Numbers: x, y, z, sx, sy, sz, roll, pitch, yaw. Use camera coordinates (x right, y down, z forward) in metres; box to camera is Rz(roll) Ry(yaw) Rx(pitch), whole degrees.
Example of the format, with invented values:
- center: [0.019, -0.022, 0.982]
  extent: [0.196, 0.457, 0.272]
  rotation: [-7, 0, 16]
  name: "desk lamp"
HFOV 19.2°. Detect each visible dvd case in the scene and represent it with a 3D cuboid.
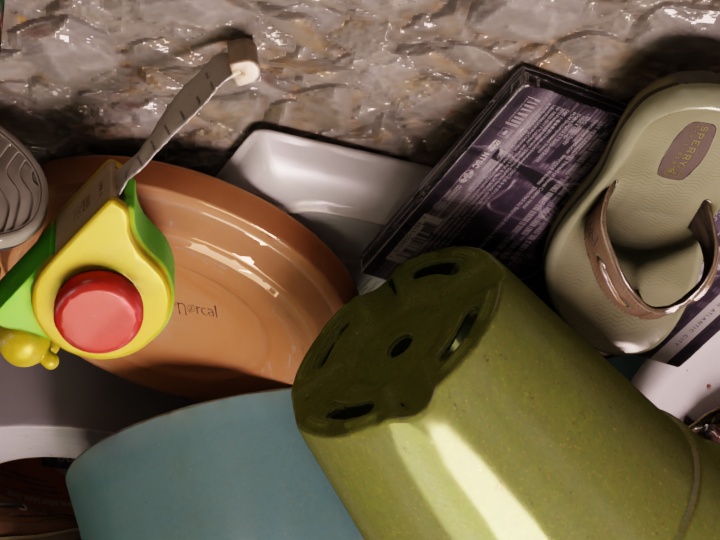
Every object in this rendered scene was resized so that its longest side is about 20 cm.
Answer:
- center: [0.121, -0.021, 1.040]
  extent: [0.199, 0.016, 0.149]
  rotation: [17, 136, -26]
  name: "dvd case"

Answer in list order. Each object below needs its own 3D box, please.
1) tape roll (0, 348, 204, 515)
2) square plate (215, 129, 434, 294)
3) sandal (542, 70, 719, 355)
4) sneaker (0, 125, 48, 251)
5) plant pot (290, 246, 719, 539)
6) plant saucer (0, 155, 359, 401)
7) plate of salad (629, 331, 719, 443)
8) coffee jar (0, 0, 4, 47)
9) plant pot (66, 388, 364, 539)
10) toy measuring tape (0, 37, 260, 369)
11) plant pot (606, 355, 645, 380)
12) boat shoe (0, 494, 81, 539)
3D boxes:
- center: [-0.178, 0.102, 1.293]
  extent: [0.198, 0.067, 0.201]
  rotation: [1, 153, 1]
  name: "tape roll"
- center: [0.000, 0.000, 1.114]
  extent: [0.197, 0.029, 0.200]
  rotation: [12, 152, -21]
  name: "square plate"
- center: [0.134, -0.015, 0.986]
  extent: [0.079, 0.058, 0.201]
  rotation: [1, 147, -7]
  name: "sandal"
- center: [-0.244, -0.039, 1.016]
  extent: [0.198, 0.075, 0.106]
  rotation: [11, 159, -1]
  name: "sneaker"
- center: [0.067, 0.095, 1.027]
  extent: [0.199, 0.201, 0.190]
  rotation: [-19, 122, 36]
  name: "plant pot"
- center: [-0.098, 0.013, 1.091]
  extent: [0.199, 0.033, 0.201]
  rotation: [12, 149, 7]
  name: "plant saucer"
- center: [0.229, 0.113, 1.158]
  extent: [0.198, 0.202, 0.048]
  rotation: [7, -173, -10]
  name: "plate of salad"
- center: [-0.193, -0.036, 0.855]
  extent: [0.085, 0.202, 0.104]
  rotation: [6, 154, -9]
  name: "coffee jar"
- center: [-0.050, 0.174, 1.164]
  extent: [0.199, 0.162, 0.201]
  rotation: [-11, 160, -4]
  name: "plant pot"
- center: [-0.095, -0.019, 0.979]
  extent: [0.073, 0.074, 0.200]
  rotation: [26, 119, -41]
  name: "toy measuring tape"
- center: [0.194, 0.161, 1.279]
  extent: [0.199, 0.162, 0.201]
  rotation: [2, 154, 1]
  name: "plant pot"
- center: [-0.217, 0.161, 1.271]
  extent: [0.072, 0.068, 0.199]
  rotation: [-52, 151, 17]
  name: "boat shoe"
